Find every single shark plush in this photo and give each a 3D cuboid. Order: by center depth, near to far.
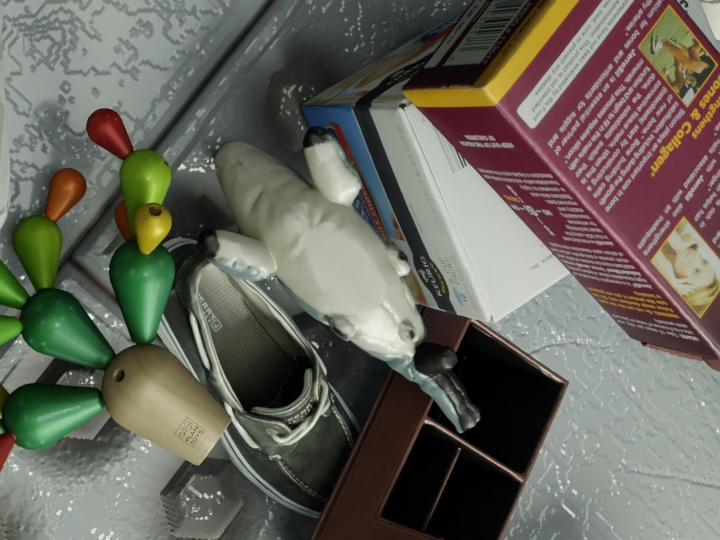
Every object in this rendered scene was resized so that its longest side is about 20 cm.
[{"bbox_3d":[0.000,0.000,0.918,0.199,0.083,0.091,35,84,-6],"label":"shark plush"}]

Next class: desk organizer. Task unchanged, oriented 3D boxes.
[{"bbox_3d":[0.039,0.125,0.959,0.202,0.076,0.072,-64,145,-18],"label":"desk organizer"}]

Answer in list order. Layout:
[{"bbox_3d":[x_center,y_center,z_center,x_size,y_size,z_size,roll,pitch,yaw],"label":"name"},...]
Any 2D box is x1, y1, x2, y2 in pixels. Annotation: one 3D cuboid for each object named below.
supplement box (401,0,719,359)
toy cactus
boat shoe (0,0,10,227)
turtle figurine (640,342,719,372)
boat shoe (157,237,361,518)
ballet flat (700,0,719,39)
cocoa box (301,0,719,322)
[{"bbox_3d":[0.133,-0.063,0.858,0.200,0.085,0.111,45,75,-23],"label":"supplement box"},{"bbox_3d":[-0.137,0.036,0.863,0.164,0.102,0.201,36,83,-3],"label":"toy cactus"},{"bbox_3d":[-0.201,-0.114,0.813,0.073,0.065,0.202,-13,83,-16],"label":"boat shoe"},{"bbox_3d":[0.290,0.031,1.072,0.199,0.144,0.195,-36,115,-14],"label":"turtle figurine"},{"bbox_3d":[-0.051,0.070,0.940,0.072,0.071,0.201,-45,115,-15],"label":"boat shoe"},{"bbox_3d":[0.224,-0.176,1.024,0.199,0.067,0.076,-20,126,-50],"label":"ballet flat"},{"bbox_3d":[0.094,-0.081,0.959,0.199,0.131,0.135,-32,108,-20],"label":"cocoa box"}]
